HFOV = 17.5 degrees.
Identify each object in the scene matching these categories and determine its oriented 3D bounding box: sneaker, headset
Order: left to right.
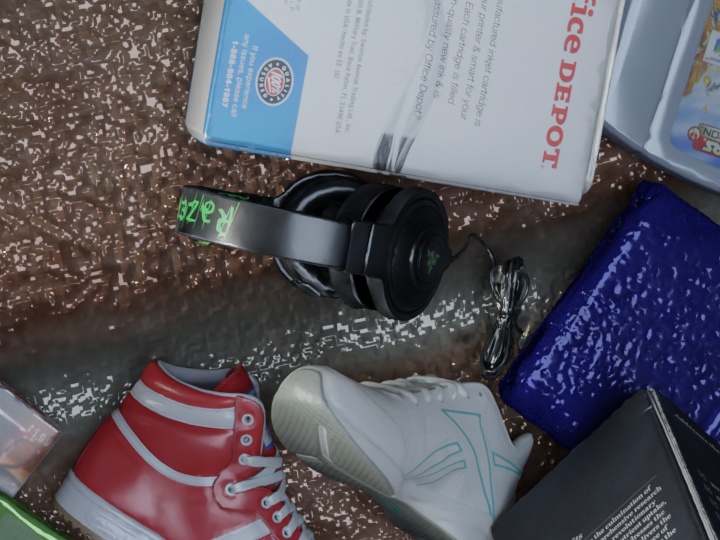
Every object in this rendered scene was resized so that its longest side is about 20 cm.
[{"bbox_3d":[-0.047,0.123,1.206,0.199,0.071,0.113,31,93,-11],"label":"sneaker"},{"bbox_3d":[0.000,0.000,1.179,0.199,0.123,0.095,8,94,-30],"label":"headset"},{"bbox_3d":[0.023,0.082,1.190,0.200,0.070,0.081,40,73,-51],"label":"sneaker"}]

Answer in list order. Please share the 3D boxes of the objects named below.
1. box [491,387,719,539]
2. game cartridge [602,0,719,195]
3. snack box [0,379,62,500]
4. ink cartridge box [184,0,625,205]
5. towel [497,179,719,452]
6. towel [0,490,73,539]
[{"bbox_3d":[0.185,0.197,1.149,0.200,0.197,0.124,40,109,-23],"label":"box"},{"bbox_3d":[0.216,-0.103,1.253,0.199,0.042,0.134,17,89,-13],"label":"game cartridge"},{"bbox_3d":[-0.250,0.049,1.178,0.200,0.024,0.072,38,90,-14],"label":"snack box"},{"bbox_3d":[0.023,-0.123,1.183,0.198,0.086,0.148,9,95,-14],"label":"ink cartridge box"},{"bbox_3d":[0.184,0.065,1.256,0.200,0.050,0.148,38,85,-15],"label":"towel"},{"bbox_3d":[-0.238,0.193,1.182,0.149,0.031,0.201,35,97,-14],"label":"towel"}]
